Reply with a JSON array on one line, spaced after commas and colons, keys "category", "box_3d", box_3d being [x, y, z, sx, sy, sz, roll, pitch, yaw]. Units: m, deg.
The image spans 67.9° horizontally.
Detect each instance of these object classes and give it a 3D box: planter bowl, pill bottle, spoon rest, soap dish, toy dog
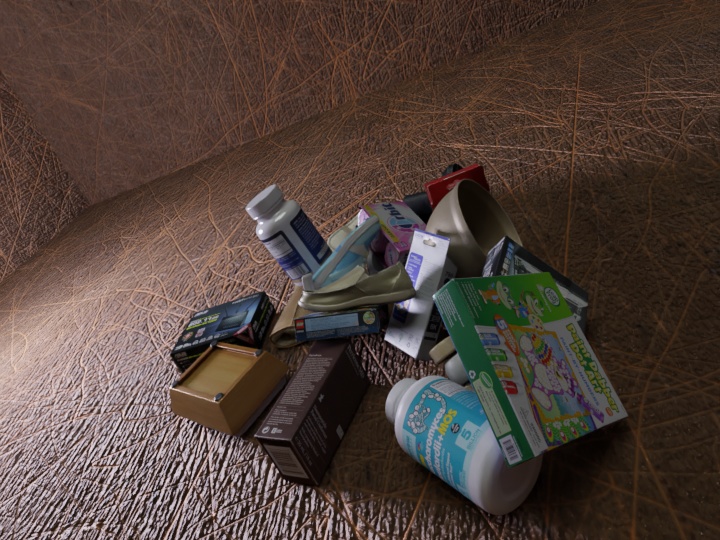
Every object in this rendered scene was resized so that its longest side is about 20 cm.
[{"category": "planter bowl", "box_3d": [0.189, -0.041, 0.967, 0.134, 0.200, 0.202, -35, 18, 35]}, {"category": "pill bottle", "box_3d": [0.117, 0.202, 0.668, 0.110, 0.112, 0.198, -37, 30, -24]}, {"category": "pill bottle", "box_3d": [-0.152, -0.076, 1.139, 0.110, 0.202, 0.112, -30, 22, 14]}, {"category": "spoon rest", "box_3d": [-0.012, 0.042, 0.992, 0.195, 0.062, 0.099, 5, 10, 17]}, {"category": "soap dish", "box_3d": [-0.247, 0.209, 0.983, 0.197, 0.082, 0.158, 1, 37, 41]}, {"category": "toy dog", "box_3d": [0.192, 0.106, 0.767, 0.200, 0.131, 0.097, -47, -7, -25]}]

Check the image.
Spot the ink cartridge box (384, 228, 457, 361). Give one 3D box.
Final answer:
[{"category": "ink cartridge box", "box_3d": [0.105, 0.038, 0.899, 0.039, 0.205, 0.099, 11, 8, -33]}]

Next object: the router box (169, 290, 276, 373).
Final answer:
[{"category": "router box", "box_3d": [-0.297, 0.134, 1.171, 0.196, 0.063, 0.151, -17, 28, 15]}]

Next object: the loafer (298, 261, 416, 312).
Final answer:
[{"category": "loafer", "box_3d": [-0.008, 0.027, 0.887, 0.195, 0.070, 0.076, -8, -1, 3]}]

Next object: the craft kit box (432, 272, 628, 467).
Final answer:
[{"category": "craft kit box", "box_3d": [0.200, 0.101, 0.624, 0.194, 0.203, 0.048, -1, -31, -41]}]

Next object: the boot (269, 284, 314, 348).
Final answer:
[{"category": "boot", "box_3d": [-0.091, 0.065, 1.127, 0.173, 0.067, 0.201, -27, 24, 25]}]

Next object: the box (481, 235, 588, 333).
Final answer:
[{"category": "box", "box_3d": [0.231, 0.071, 0.737, 0.050, 0.156, 0.202, -51, 7, 49]}]

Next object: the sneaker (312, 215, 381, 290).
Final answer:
[{"category": "sneaker", "box_3d": [0.000, 0.000, 1.066, 0.201, 0.130, 0.080, -48, 1, 5]}]

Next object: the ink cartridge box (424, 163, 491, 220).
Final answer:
[{"category": "ink cartridge box", "box_3d": [0.199, -0.128, 1.060, 0.114, 0.202, 0.068, -20, 44, 8]}]

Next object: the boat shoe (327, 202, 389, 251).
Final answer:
[{"category": "boat shoe", "box_3d": [0.006, -0.095, 1.313, 0.198, 0.060, 0.072, -35, 69, -14]}]

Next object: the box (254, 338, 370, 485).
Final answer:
[{"category": "box", "box_3d": [-0.065, 0.208, 0.818, 0.073, 0.102, 0.201, -6, 34, 31]}]

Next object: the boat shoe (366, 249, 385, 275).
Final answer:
[{"category": "boat shoe", "box_3d": [0.039, -0.037, 1.203, 0.070, 0.070, 0.202, -40, 22, 33]}]

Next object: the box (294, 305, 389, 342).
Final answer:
[{"category": "box", "box_3d": [-0.024, 0.086, 0.929, 0.133, 0.039, 0.200, -8, -2, 8]}]

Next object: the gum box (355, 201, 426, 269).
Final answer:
[{"category": "gum box", "box_3d": [0.077, -0.071, 1.119, 0.111, 0.067, 0.201, -7, 37, -25]}]

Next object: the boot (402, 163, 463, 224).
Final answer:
[{"category": "boot", "box_3d": [0.165, -0.157, 1.188, 0.165, 0.199, 0.078, -8, 72, 26]}]
